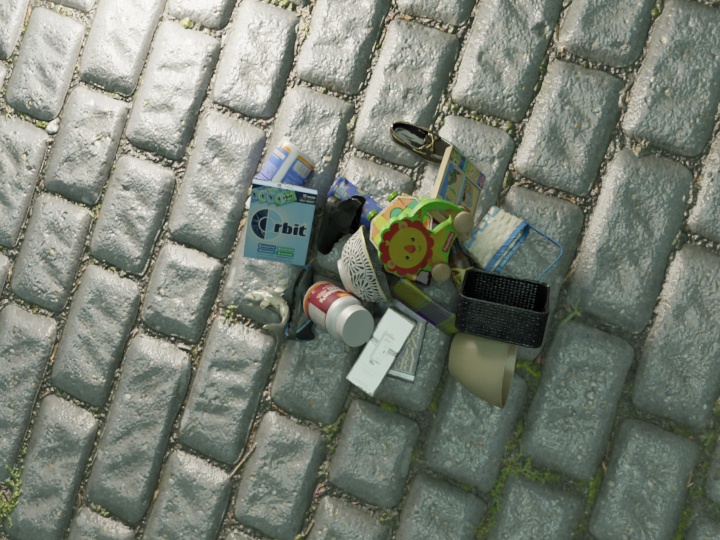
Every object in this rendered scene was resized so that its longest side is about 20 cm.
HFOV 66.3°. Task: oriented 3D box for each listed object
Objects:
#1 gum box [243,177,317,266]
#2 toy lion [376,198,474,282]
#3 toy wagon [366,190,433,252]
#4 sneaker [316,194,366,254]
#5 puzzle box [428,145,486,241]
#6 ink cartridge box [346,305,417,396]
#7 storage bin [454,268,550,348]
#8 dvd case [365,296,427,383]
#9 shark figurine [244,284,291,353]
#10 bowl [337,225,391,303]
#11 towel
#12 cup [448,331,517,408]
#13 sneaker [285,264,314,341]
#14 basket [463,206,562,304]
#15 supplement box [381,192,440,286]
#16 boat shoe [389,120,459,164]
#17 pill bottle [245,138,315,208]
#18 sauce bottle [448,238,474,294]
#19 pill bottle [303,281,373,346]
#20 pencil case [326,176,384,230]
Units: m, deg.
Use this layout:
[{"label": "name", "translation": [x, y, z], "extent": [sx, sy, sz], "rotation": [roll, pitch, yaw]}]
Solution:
[{"label": "gum box", "translation": [-0.208, -0.122, 1.423], "extent": [0.165, 0.045, 0.205], "rotation": [8, 114, -12]}, {"label": "toy lion", "translation": [0.138, -0.074, 1.270], "extent": [0.187, 0.069, 0.204], "rotation": [20, 110, -11]}, {"label": "toy wagon", "translation": [0.114, -0.118, 1.336], "extent": [0.199, 0.040, 0.156], "rotation": [-41, 81, 6]}, {"label": "sneaker", "translation": [-0.048, -0.111, 1.408], "extent": [0.103, 0.060, 0.204], "rotation": [28, 125, 22]}, {"label": "puzzle box", "translation": [0.238, -0.189, 1.352], "extent": [0.132, 0.025, 0.204], "rotation": [34, 60, -25]}, {"label": "ink cartridge box", "translation": [0.056, 0.194, 1.366], "extent": [0.082, 0.146, 0.203], "rotation": [32, 92, 6]}, {"label": "storage bin", "translation": [0.321, 0.083, 1.247], "extent": [0.194, 0.136, 0.096], "rotation": [12, 121, 15]}, {"label": "dvd case", "translation": [0.092, 0.177, 1.443], "extent": [0.145, 0.016, 0.206], "rotation": [13, 90, 9]}, {"label": "shark figurine", "translation": [-0.216, 0.119, 1.455], "extent": [0.125, 0.215, 0.092], "rotation": [-19, 126, -19]}, {"label": "bowl", "translation": [0.000, 0.000, 1.372], "extent": [0.092, 0.201, 0.206], "rotation": [-20, 85, 8]}, {"label": "towel", "translation": [0.163, 0.087, 1.358], "extent": [0.198, 0.144, 0.023], "rotation": [35, 71, 0]}, {"label": "cup", "translation": [0.293, 0.215, 1.331], "extent": [0.140, 0.199, 0.207], "rotation": [8, 89, 24]}, {"label": "sneaker", "translation": [-0.144, 0.088, 1.469], "extent": [0.080, 0.073, 0.206], "rotation": [12, 90, -14]}, {"label": "basket", "translation": [0.364, -0.046, 1.339], "extent": [0.177, 0.139, 0.200], "rotation": [-47, 65, 6]}, {"label": "supplement box", "translation": [0.140, -0.076, 1.401], "extent": [0.127, 0.103, 0.206], "rotation": [15, 91, 9]}, {"label": "boat shoe", "translation": [0.166, -0.332, 1.429], "extent": [0.196, 0.059, 0.073], "rotation": [26, 91, 9]}, {"label": "pill bottle", "translation": [-0.217, -0.235, 1.463], "extent": [0.111, 0.112, 0.202], "rotation": [37, 94, 9]}, {"label": "sauce bottle", "translation": [0.261, 0.009, 1.399], "extent": [0.063, 0.065, 0.205], "rotation": [-21, 83, 8]}, {"label": "pill bottle", "translation": [-0.055, 0.106, 1.357], "extent": [0.107, 0.199, 0.113], "rotation": [-11, 111, -30]}, {"label": "pencil case", "translation": [0.008, -0.162, 1.439], "extent": [0.198, 0.087, 0.079], "rotation": [36, 118, 10]}]
